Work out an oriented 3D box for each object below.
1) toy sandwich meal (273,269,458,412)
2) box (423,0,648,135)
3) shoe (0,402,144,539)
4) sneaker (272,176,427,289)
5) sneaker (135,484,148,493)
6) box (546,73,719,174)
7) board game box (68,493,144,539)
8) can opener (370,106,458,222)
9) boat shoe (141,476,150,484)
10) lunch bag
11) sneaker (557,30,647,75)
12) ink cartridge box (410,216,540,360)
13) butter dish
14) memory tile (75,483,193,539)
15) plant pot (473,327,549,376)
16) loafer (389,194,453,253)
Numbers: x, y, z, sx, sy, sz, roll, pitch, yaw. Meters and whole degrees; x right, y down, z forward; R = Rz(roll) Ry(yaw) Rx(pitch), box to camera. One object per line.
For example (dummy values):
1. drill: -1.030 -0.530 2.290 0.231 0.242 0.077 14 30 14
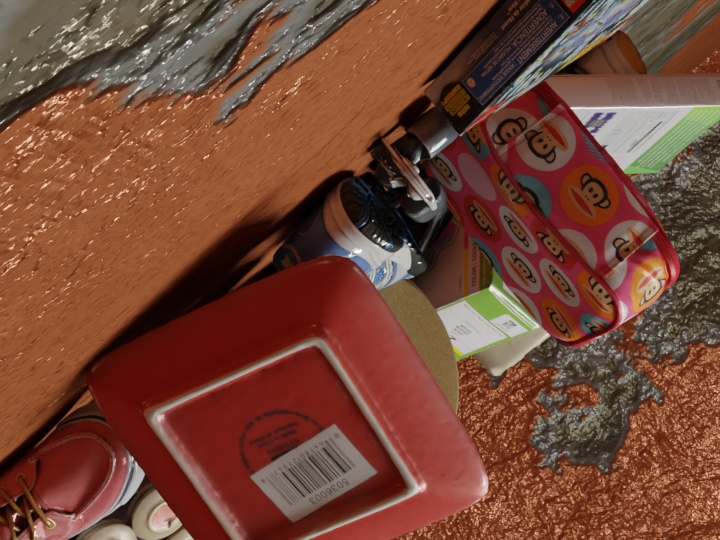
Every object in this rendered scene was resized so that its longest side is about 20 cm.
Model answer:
1. toy sandwich meal: -0.009 0.078 1.117 0.070 0.206 0.205 -18 -167 48
2. box: 0.141 -0.169 0.903 0.200 0.040 0.137 -36 175 -43
3. shoe: -0.227 0.166 0.986 0.200 0.072 0.091 -39 179 35
4. sneaker: -0.007 -0.019 1.028 0.077 0.076 0.200 -34 167 10
5. sneaker: -0.133 0.096 1.155 0.107 0.067 0.202 -4 -139 23
6. box: 0.210 -0.127 1.284 0.199 0.037 0.144 -2 160 -21
7. board game box: -0.201 0.195 1.202 0.199 0.041 0.200 -37 -162 -30
8. can opener: 0.048 -0.072 1.010 0.067 0.053 0.200 -40 176 4
9. boat shoe: -0.113 0.070 1.042 0.200 0.060 0.072 -44 132 17
10. lunch bag: 0.131 -0.038 1.079 0.082 0.200 0.176 -36 177 -19
11. sneaker: 0.204 -0.160 1.365 0.088 0.076 0.200 -30 166 -7
12. ink cartridge box: 0.057 0.008 1.284 0.199 0.076 0.149 -24 -135 32
13. butter dish: -0.040 0.077 0.942 0.199 0.200 0.148 -25 -158 17
14. memory tile: -0.190 0.251 1.073 0.200 0.017 0.154 -35 134 -15
15. plant pot: 0.127 -0.005 1.445 0.200 0.184 0.200 -39 176 -4
16. loafer: 0.000 0.000 1.218 0.201 0.068 0.070 -47 177 3
